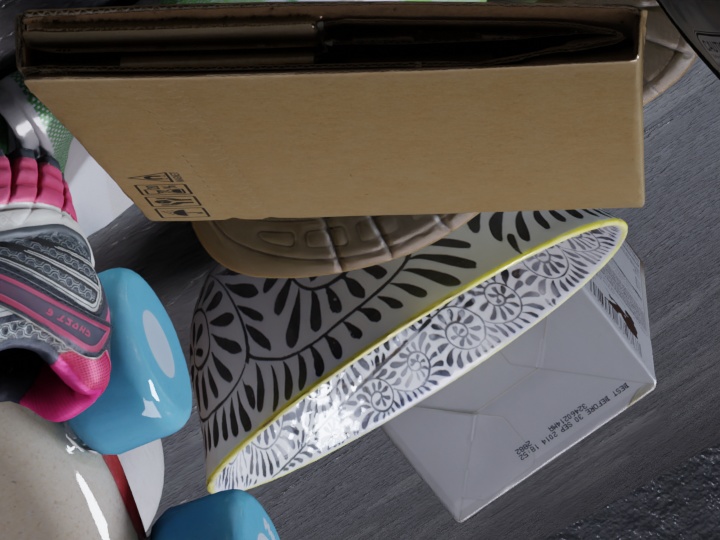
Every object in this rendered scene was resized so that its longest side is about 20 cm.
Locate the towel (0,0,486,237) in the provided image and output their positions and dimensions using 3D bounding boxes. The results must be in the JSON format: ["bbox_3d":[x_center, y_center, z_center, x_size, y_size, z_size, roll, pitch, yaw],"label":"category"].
[{"bbox_3d":[-0.031,-0.072,0.961,0.200,0.031,0.149,-30,170,-15],"label":"towel"}]

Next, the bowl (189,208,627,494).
[{"bbox_3d":[0.000,0.000,1.202,0.201,0.094,0.201,-32,169,-7],"label":"bowl"}]

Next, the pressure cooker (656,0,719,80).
[{"bbox_3d":[0.134,-0.133,0.786,0.200,0.179,0.176,-30,147,-11],"label":"pressure cooker"}]

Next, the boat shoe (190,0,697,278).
[{"bbox_3d":[0.029,-0.059,1.081,0.200,0.074,0.066,-24,-162,-3],"label":"boat shoe"}]

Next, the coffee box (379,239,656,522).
[{"bbox_3d":[0.070,0.026,1.389,0.113,0.080,0.200,-36,-169,12],"label":"coffee box"}]

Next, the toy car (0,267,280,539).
[{"bbox_3d":[-0.131,0.068,1.089,0.184,0.177,0.200,-21,-159,11],"label":"toy car"}]

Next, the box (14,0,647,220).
[{"bbox_3d":[0.001,-0.043,0.850,0.163,0.021,0.200,-1,170,6],"label":"box"}]

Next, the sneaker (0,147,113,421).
[{"bbox_3d":[-0.162,0.020,0.840,0.200,0.075,0.081,-14,163,-29],"label":"sneaker"}]
